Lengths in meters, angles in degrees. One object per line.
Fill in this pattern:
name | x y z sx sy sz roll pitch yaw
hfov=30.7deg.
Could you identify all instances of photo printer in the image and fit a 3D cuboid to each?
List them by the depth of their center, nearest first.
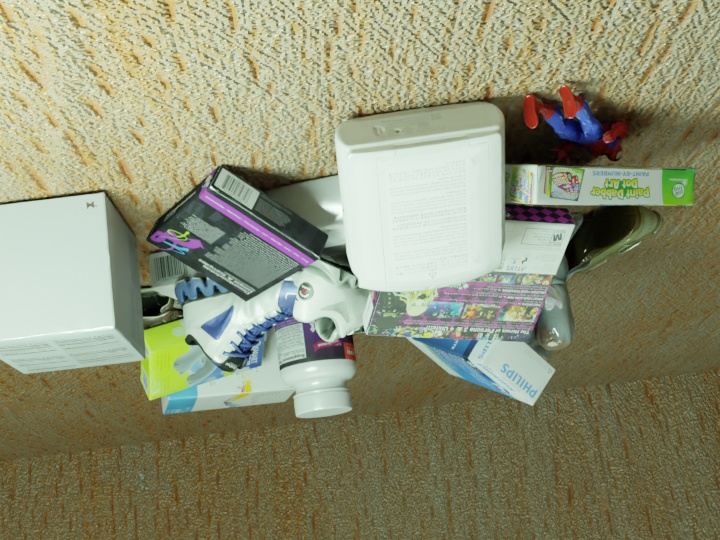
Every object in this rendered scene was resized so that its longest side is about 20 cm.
photo printer | 0.064 -0.065 1.316 0.166 0.070 0.201 -9 130 -2

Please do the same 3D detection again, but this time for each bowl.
bowl | -0.015 -0.051 1.535 0.199 0.075 0.200 -11 165 11

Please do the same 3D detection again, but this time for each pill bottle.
pill bottle | -0.065 0.105 1.882 0.111 0.201 0.111 -7 167 -2

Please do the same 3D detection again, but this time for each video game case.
video game case | 0.117 0.002 1.455 0.199 0.036 0.182 3 131 -14

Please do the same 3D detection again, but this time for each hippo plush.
hippo plush | 0.194 0.029 1.738 0.160 0.160 0.200 14 133 -23

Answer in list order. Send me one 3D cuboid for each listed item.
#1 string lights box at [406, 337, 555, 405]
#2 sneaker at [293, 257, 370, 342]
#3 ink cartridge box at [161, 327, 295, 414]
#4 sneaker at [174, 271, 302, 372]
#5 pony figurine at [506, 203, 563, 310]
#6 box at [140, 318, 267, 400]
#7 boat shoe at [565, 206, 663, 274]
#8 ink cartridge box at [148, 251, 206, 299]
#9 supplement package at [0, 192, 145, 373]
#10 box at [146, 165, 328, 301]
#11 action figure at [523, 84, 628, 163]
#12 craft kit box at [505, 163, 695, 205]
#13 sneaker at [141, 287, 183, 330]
string lights box | 0.151 0.106 1.709 0.103 0.059 0.200 40 168 -27
sneaker | -0.016 0.042 1.532 0.074 0.089 0.200 25 -176 37
ink cartridge box | -0.209 0.132 2.030 0.199 0.147 0.146 -4 166 -13
sneaker | -0.136 0.065 1.610 0.199 0.116 0.081 -7 167 22
pony figurine | 0.149 -0.012 1.588 0.200 0.167 0.193 -40 150 -5
box | -0.215 0.108 1.877 0.199 0.048 0.122 -17 144 -21
boat shoe | 0.319 -0.038 1.787 0.063 0.073 0.200 8 153 -36
ink cartridge box | -0.190 0.009 1.737 0.109 0.051 0.200 -11 167 13
supplement package | -0.334 0.019 1.467 0.150 0.152 0.200 -7 167 -1
box | -0.141 -0.036 1.461 0.143 0.036 0.200 33 150 -18
action figure | 0.231 -0.142 1.350 0.065 0.052 0.200 -18 166 28
craft kit box | 0.219 -0.094 1.415 0.197 0.049 0.200 2 -176 -24
sneaker | -0.264 0.059 1.857 0.199 0.071 0.075 0 164 -33
